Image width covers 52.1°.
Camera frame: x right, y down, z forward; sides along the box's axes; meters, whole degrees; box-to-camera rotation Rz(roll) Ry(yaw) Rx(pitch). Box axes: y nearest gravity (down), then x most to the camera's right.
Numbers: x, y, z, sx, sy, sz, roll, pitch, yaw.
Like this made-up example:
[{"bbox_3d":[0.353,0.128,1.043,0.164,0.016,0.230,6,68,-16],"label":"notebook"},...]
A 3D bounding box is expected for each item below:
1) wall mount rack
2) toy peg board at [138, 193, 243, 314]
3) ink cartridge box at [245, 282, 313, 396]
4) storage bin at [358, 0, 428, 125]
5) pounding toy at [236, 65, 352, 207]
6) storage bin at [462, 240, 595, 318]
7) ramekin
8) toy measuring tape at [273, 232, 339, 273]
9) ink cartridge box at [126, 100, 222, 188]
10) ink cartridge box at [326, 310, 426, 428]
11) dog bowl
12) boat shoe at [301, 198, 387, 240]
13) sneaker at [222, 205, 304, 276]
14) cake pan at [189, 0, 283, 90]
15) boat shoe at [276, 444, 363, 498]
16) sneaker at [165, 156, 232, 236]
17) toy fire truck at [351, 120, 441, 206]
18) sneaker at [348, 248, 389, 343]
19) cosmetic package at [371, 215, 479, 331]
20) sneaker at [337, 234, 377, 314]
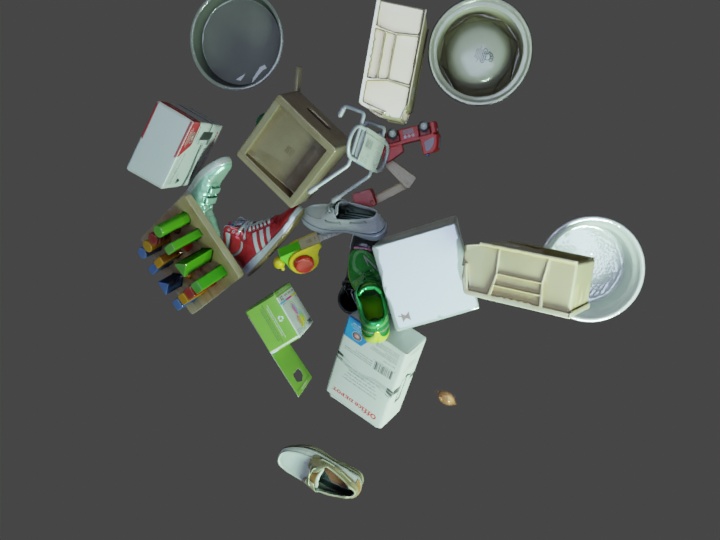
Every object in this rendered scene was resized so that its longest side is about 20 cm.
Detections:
[{"bbox_3d":[-0.019,-0.208,1.386,0.074,0.200,0.176,21,94,21],"label":"wall mount rack"},{"bbox_3d":[-0.376,-0.015,1.513,0.198,0.098,0.201,-32,93,40],"label":"toy peg board"},{"bbox_3d":[-0.139,0.138,1.518,0.075,0.148,0.201,-31,93,10],"label":"ink cartridge box"},{"bbox_3d":[0.065,-0.386,1.394,0.092,0.200,0.201,12,99,4],"label":"storage bin"},{"bbox_3d":[-0.132,-0.273,1.484,0.200,0.142,0.184,44,115,3],"label":"pounding toy"},{"bbox_3d":[0.299,0.008,1.305,0.196,0.199,0.095,13,98,25],"label":"storage bin"},{"bbox_3d":[0.443,-0.008,1.439,0.197,0.098,0.204,1,97,9],"label":"ramekin"},{"bbox_3d":[-0.086,-0.043,1.532,0.198,0.074,0.074,-22,94,1],"label":"toy measuring tape"},{"bbox_3d":[-0.366,-0.250,1.475,0.083,0.200,0.146,29,101,0],"label":"ink cartridge box"},{"bbox_3d":[0.029,0.191,1.484,0.145,0.084,0.202,32,125,21],"label":"ink cartridge box"},{"bbox_3d":[0.231,-0.419,1.429,0.197,0.074,0.203,1,97,8],"label":"dog bowl"},{"bbox_3d":[-0.037,-0.115,1.482,0.198,0.074,0.067,9,144,26],"label":"boat shoe"},{"bbox_3d":[-0.209,-0.090,1.524,0.113,0.071,0.200,46,116,0],"label":"sneaker"},{"bbox_3d":[-0.250,-0.471,1.510,0.197,0.037,0.203,1,97,8],"label":"cake pan"},{"bbox_3d":[-0.090,0.434,1.589,0.197,0.068,0.076,16,99,6],"label":"boat shoe"},{"bbox_3d":[-0.309,-0.137,1.542,0.118,0.074,0.200,47,111,7],"label":"sneaker"},{"bbox_3d":[0.072,-0.214,1.491,0.197,0.049,0.143,-12,96,9],"label":"toy fire truck"},{"bbox_3d":[0.022,0.037,1.408,0.073,0.084,0.202,-9,58,-7],"label":"sneaker"},{"bbox_3d":[0.130,0.000,1.434,0.164,0.200,0.170,-16,96,10],"label":"cosmetic package"},{"bbox_3d":[0.000,0.000,1.504,0.070,0.099,0.203,9,97,9],"label":"sneaker"}]
